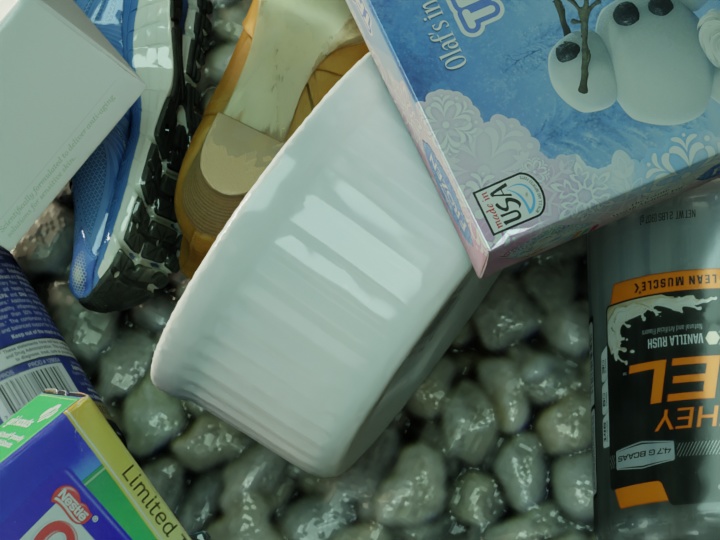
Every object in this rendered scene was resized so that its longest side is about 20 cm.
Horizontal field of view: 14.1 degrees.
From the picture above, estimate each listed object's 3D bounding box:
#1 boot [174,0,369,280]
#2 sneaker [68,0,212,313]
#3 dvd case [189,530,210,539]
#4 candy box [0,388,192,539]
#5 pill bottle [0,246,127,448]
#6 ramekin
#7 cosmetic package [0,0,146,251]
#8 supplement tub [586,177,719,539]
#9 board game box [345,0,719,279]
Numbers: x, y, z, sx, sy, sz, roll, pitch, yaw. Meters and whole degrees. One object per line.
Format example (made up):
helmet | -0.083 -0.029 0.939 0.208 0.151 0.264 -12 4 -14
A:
boot | -0.032 -0.093 1.400 0.071 0.144 0.202 32 74 0
sneaker | -0.128 -0.074 1.450 0.089 0.079 0.201 -3 68 17
dvd case | -0.114 0.240 1.383 0.145 0.022 0.201 -17 73 2
candy box | -0.158 0.178 1.287 0.200 0.077 0.169 -41 107 -19
pill bottle | -0.206 0.035 1.402 0.112 0.112 0.200 -32 73 -2
ramekin | 0.000 0.000 1.347 0.098 0.200 0.201 36 82 7
cosmetic package | -0.194 -0.108 1.392 0.108 0.085 0.200 -48 37 6
supplement tub | 0.167 0.067 1.343 0.122 0.123 0.201 -3 75 6
board game box | 0.101 -0.125 1.277 0.198 0.043 0.201 -23 75 -9
